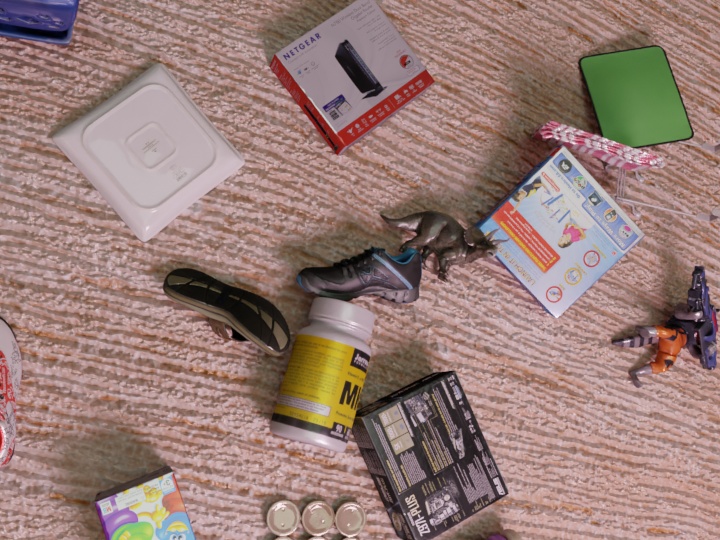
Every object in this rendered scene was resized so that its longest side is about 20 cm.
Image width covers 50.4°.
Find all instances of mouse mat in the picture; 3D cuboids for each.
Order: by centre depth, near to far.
[{"bbox_3d":[0.486,-0.306,1.352,0.160,0.008,0.201,-9,71,-1],"label":"mouse mat"}]

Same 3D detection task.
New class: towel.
[{"bbox_3d":[0.382,-0.198,1.250,0.199,0.146,0.030,20,98,4],"label":"towel"}]

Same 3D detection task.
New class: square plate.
[{"bbox_3d":[-0.302,-0.177,1.111,0.200,0.028,0.198,-42,94,-19],"label":"square plate"}]

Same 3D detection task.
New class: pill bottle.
[{"bbox_3d":[-0.049,0.147,1.089,0.114,0.114,0.201,19,76,-14],"label":"pill bottle"}]

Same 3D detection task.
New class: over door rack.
[{"bbox_3d":[0.528,-0.166,1.344,0.199,0.067,0.148,9,77,5],"label":"over door rack"}]

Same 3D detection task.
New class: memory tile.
[{"bbox_3d":[-0.064,0.429,1.087,0.153,0.017,0.201,5,78,-17],"label":"memory tile"}]

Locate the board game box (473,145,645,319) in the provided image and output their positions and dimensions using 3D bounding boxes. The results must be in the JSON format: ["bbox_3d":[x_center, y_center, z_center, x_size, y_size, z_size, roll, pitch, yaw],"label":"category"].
[{"bbox_3d":[0.316,-0.062,1.236,0.196,0.056,0.200,-44,96,3],"label":"board game box"}]

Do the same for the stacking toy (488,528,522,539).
[{"bbox_3d":[0.147,0.446,1.122,0.199,0.085,0.086,-11,84,-14],"label":"stacking toy"}]

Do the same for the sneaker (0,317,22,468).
[{"bbox_3d":[-0.466,0.151,0.958,0.067,0.108,0.202,-1,81,-18],"label":"sneaker"}]

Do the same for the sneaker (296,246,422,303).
[{"bbox_3d":[0.000,0.000,1.143,0.199,0.073,0.082,1,111,-26],"label":"sneaker"}]

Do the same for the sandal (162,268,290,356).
[{"bbox_3d":[-0.189,0.063,1.091,0.201,0.057,0.080,28,35,5],"label":"sandal"}]

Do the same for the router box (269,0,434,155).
[{"bbox_3d":[-0.012,-0.311,1.215,0.200,0.049,0.180,-40,94,-20],"label":"router box"}]

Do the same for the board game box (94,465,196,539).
[{"bbox_3d":[-0.262,0.370,0.987,0.103,0.105,0.201,-19,86,-19],"label":"board game box"}]

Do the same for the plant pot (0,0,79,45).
[{"bbox_3d":[-0.469,-0.419,1.019,0.199,0.180,0.201,5,79,-17],"label":"plant pot"}]

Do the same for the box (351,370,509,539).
[{"bbox_3d":[0.098,0.272,1.128,0.163,0.086,0.200,-24,88,-20],"label":"box"}]

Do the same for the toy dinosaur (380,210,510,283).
[{"bbox_3d":[0.127,-0.048,1.200,0.200,0.077,0.102,30,83,25],"label":"toy dinosaur"}]

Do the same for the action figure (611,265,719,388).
[{"bbox_3d":[0.531,0.085,1.294,0.193,0.105,0.201,-21,112,-25],"label":"action figure"}]
